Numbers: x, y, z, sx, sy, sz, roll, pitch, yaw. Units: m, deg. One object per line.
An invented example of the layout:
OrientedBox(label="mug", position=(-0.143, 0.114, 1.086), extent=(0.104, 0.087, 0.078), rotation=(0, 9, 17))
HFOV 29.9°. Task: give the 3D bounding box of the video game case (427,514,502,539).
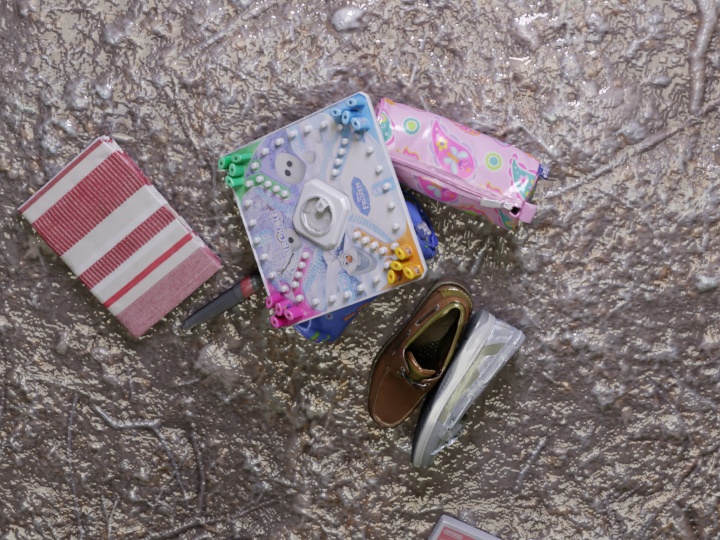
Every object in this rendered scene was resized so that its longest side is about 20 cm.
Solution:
OrientedBox(label="video game case", position=(0.121, 0.412, 1.681), extent=(0.141, 0.017, 0.202), rotation=(24, 111, -8))

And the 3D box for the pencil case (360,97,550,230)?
OrientedBox(label="pencil case", position=(0.095, -0.112, 1.434), extent=(0.198, 0.088, 0.088), rotation=(23, 111, -6))

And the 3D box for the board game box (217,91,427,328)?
OrientedBox(label="board game box", position=(-0.046, -0.059, 1.422), extent=(0.198, 0.026, 0.203), rotation=(-20, 88, 31))

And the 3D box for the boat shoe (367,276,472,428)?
OrientedBox(label="boat shoe", position=(0.061, 0.102, 1.530), extent=(0.071, 0.068, 0.202), rotation=(23, 111, -7))

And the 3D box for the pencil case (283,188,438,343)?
OrientedBox(label="pencil case", position=(0.000, 0.000, 1.486), extent=(0.199, 0.078, 0.087), rotation=(-40, 83, 17))

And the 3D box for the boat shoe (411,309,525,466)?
OrientedBox(label="boat shoe", position=(0.116, 0.144, 1.545), extent=(0.064, 0.075, 0.204), rotation=(26, 104, -4))

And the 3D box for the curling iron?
OrientedBox(label="curling iron", position=(-0.125, 0.016, 1.521), extent=(0.199, 0.050, 0.026), rotation=(-36, 106, 21))

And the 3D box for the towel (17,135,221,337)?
OrientedBox(label="towel", position=(-0.269, -0.037, 1.514), extent=(0.143, 0.023, 0.200), rotation=(-37, 105, 18))
